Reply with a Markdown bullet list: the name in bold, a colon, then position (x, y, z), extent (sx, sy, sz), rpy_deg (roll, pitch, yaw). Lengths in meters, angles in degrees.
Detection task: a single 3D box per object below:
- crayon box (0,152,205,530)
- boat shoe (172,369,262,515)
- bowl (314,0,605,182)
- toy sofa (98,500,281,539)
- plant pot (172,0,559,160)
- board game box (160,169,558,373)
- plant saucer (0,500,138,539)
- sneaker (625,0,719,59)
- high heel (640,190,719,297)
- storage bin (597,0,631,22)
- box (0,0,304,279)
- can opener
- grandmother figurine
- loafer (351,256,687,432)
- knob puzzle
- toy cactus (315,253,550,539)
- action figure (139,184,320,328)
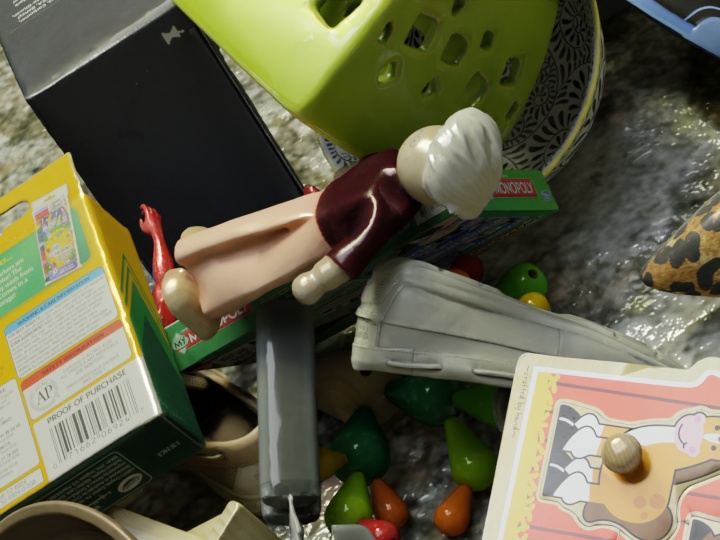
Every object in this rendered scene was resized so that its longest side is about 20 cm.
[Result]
- **crayon box**: position (-0.174, 0.047, 1.387), extent (0.126, 0.052, 0.200), rpy_deg (-33, 51, 12)
- **boat shoe**: position (-0.105, 0.080, 1.463), extent (0.200, 0.065, 0.071), rpy_deg (17, 59, 44)
- **bowl**: position (0.075, -0.119, 1.508), extent (0.200, 0.094, 0.201), rpy_deg (-6, 79, 31)
- **toy sofa**: position (-0.132, 0.164, 1.376), extent (0.200, 0.083, 0.098), rpy_deg (14, 66, 43)
- **plant pot**: position (0.010, -0.179, 1.394), extent (0.182, 0.200, 0.199), rpy_deg (-50, 60, 7)
- **board game box**: position (0.000, 0.000, 1.404), extent (0.200, 0.134, 0.029), rpy_deg (-30, 79, 25)
- **plant saucer**: position (-0.145, 0.218, 1.285), extent (0.200, 0.029, 0.201), rpy_deg (1, 91, 44)
- **sneaker**: position (0.171, -0.203, 1.498), extent (0.078, 0.200, 0.070), rpy_deg (-54, -6, 9)
- **high heel**: position (0.253, -0.002, 1.301), extent (0.199, 0.072, 0.143), rpy_deg (-18, 33, 3)
- **storage bin**: position (0.150, -0.247, 1.599), extent (0.200, 0.146, 0.134), rpy_deg (-29, 48, 3)
- **box**: position (-0.143, -0.119, 1.598), extent (0.117, 0.197, 0.200), rpy_deg (-33, 38, 0)
- **can opener**: position (-0.026, 0.112, 1.305), extent (0.066, 0.053, 0.201), rpy_deg (-5, 64, -5)
- **grandmother figurine**: position (-0.012, -0.027, 1.283), extent (0.200, 0.061, 0.121), rpy_deg (-26, 35, 28)
- **loafer**: position (0.091, 0.053, 1.299), extent (0.070, 0.199, 0.070), rpy_deg (-159, 89, -84)
- **knob puzzle**: position (0.153, 0.135, 1.195), extent (0.219, 0.030, 0.220), rpy_deg (-6, 71, 16)
- **toy cactus**: position (0.020, 0.067, 1.386), extent (0.165, 0.102, 0.200), rpy_deg (4, 60, 50)
- **action figure**: position (-0.112, -0.010, 1.483), extent (0.200, 0.099, 0.065), rpy_deg (-38, -3, -43)
